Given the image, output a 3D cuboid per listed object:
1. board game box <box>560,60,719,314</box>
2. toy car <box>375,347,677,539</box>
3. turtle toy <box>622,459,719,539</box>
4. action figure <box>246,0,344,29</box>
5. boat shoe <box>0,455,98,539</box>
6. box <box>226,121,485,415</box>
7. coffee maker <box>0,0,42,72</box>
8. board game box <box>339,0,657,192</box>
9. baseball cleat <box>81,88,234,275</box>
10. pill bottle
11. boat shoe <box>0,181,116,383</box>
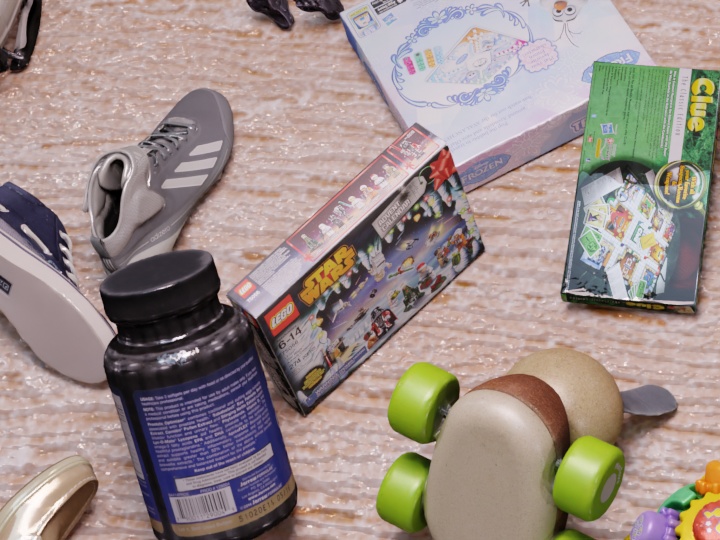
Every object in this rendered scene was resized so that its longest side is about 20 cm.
[{"bbox_3d":[0.218,-0.066,1.851,0.104,0.023,0.201,5,68,14],"label":"board game box"},{"bbox_3d":[0.135,0.120,1.732,0.164,0.158,0.200,24,37,24],"label":"toy car"},{"bbox_3d":[0.232,0.208,1.635,0.200,0.101,0.146,-36,54,-10],"label":"turtle toy"},{"bbox_3d":[-0.026,-0.308,2.067,0.119,0.102,0.200,6,59,33],"label":"action figure"},{"bbox_3d":[-0.253,0.228,1.782,0.065,0.072,0.200,32,72,22],"label":"boat shoe"},{"bbox_3d":[0.000,0.000,1.822,0.200,0.137,0.040,-43,53,-14],"label":"box"},{"bbox_3d":[-0.361,-0.275,2.118,0.192,0.135,0.200,8,58,22],"label":"coffee maker"},{"bbox_3d":[0.113,-0.178,1.971,0.200,0.043,0.199,-26,54,-3],"label":"board game box"},{"bbox_3d":[-0.161,-0.086,1.947,0.070,0.107,0.200,4,55,24],"label":"baseball cleat"},{"bbox_3d":[-0.121,0.093,1.742,0.112,0.200,0.112,-13,18,4],"label":"pill bottle"},{"bbox_3d":[-0.249,0.003,1.934,0.200,0.075,0.093,41,39,11],"label":"boat shoe"}]
